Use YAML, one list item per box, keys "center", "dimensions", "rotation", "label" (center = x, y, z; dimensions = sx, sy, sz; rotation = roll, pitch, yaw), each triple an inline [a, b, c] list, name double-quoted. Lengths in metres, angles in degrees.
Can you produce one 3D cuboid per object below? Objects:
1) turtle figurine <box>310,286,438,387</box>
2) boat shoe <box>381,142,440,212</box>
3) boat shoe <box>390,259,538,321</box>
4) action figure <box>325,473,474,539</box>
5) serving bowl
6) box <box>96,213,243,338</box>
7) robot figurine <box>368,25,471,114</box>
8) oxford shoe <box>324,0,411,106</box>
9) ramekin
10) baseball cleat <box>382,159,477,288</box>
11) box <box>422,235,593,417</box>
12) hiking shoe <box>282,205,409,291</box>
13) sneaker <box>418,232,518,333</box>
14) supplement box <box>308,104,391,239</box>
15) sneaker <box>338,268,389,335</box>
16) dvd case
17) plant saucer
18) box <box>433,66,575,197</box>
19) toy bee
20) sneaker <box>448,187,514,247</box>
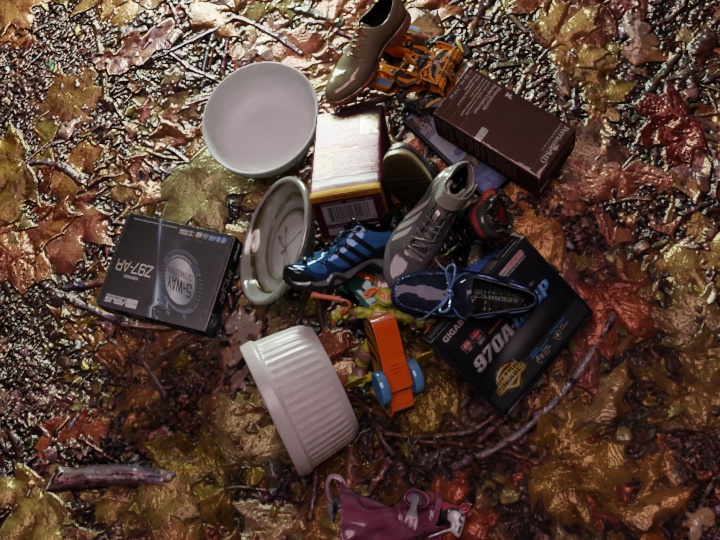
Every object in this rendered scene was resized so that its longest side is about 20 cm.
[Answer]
- center: [0.021, 0.086, 1.328]
  dimensions: [0.197, 0.065, 0.164]
  rotation: [3, 114, -9]
  label: "turtle figurine"
- center: [0.087, -0.133, 1.366]
  dimensions: [0.071, 0.201, 0.067]
  rotation: [-5, 60, 26]
  label: "boat shoe"
- center: [0.139, 0.025, 1.228]
  dimensions: [0.197, 0.069, 0.086]
  rotation: [-3, 86, -5]
  label: "boat shoe"
- center: [0.060, 0.349, 1.275]
  dimensions: [0.197, 0.136, 0.149]
  rotation: [-13, 26, -6]
  label: "action figure"
- center: [-0.157, -0.238, 1.520]
  dimensions: [0.197, 0.066, 0.203]
  rotation: [-4, 71, 11]
  label: "serving bowl"
- center: [-0.304, 0.006, 1.480]
  dimensions: [0.197, 0.044, 0.162]
  rotation: [13, 74, 16]
  label: "box"
- center: [0.078, -0.333, 1.495]
  dimensions: [0.198, 0.058, 0.146]
  rotation: [20, 77, 28]
  label: "robot figurine"
- center: [-0.001, -0.353, 1.459]
  dimensions: [0.070, 0.075, 0.201]
  rotation: [29, 81, 30]
  label: "oxford shoe"
- center: [-0.082, 0.174, 1.297]
  dimensions: [0.104, 0.201, 0.202]
  rotation: [-26, 68, -8]
  label: "ramekin"
- center: [0.093, -0.068, 1.263]
  dimensions: [0.069, 0.106, 0.202]
  rotation: [29, 78, -3]
  label: "baseball cleat"
- center: [0.208, 0.077, 1.304]
  dimensions: [0.159, 0.046, 0.200]
  rotation: [44, 84, -13]
  label: "box"
- center: [-0.022, -0.032, 1.316]
  dimensions: [0.197, 0.088, 0.074]
  rotation: [-16, 22, -20]
  label: "hiking shoe"
- center: [0.146, 0.011, 1.364]
  dimensions: [0.110, 0.077, 0.201]
  rotation: [31, 86, 10]
  label: "sneaker"
- center: [-0.012, -0.153, 1.410]
  dimensions: [0.109, 0.086, 0.202]
  rotation: [-8, 45, 10]
  label: "supplement box"
- center: [0.000, 0.000, 1.402]
  dimensions: [0.079, 0.071, 0.203]
  rotation: [-13, 71, 3]
  label: "sneaker"
- center: [0.181, -0.221, 1.467]
  dimensions: [0.142, 0.018, 0.200]
  rotation: [-42, 69, -4]
  label: "dvd case"
- center: [-0.116, -0.041, 1.417]
  dimensions: [0.199, 0.050, 0.203]
  rotation: [-31, 51, 48]
  label: "plant saucer"
- center: [0.217, -0.211, 1.409]
  dimensions: [0.199, 0.075, 0.101]
  rotation: [34, 81, 18]
  label: "box"
- center: [0.038, 0.160, 1.281]
  dimensions: [0.129, 0.109, 0.203]
  rotation: [4, 86, -14]
  label: "toy bee"
- center: [0.167, -0.068, 1.335]
  dimensions: [0.097, 0.200, 0.072]
  rotation: [-22, 96, 13]
  label: "sneaker"
